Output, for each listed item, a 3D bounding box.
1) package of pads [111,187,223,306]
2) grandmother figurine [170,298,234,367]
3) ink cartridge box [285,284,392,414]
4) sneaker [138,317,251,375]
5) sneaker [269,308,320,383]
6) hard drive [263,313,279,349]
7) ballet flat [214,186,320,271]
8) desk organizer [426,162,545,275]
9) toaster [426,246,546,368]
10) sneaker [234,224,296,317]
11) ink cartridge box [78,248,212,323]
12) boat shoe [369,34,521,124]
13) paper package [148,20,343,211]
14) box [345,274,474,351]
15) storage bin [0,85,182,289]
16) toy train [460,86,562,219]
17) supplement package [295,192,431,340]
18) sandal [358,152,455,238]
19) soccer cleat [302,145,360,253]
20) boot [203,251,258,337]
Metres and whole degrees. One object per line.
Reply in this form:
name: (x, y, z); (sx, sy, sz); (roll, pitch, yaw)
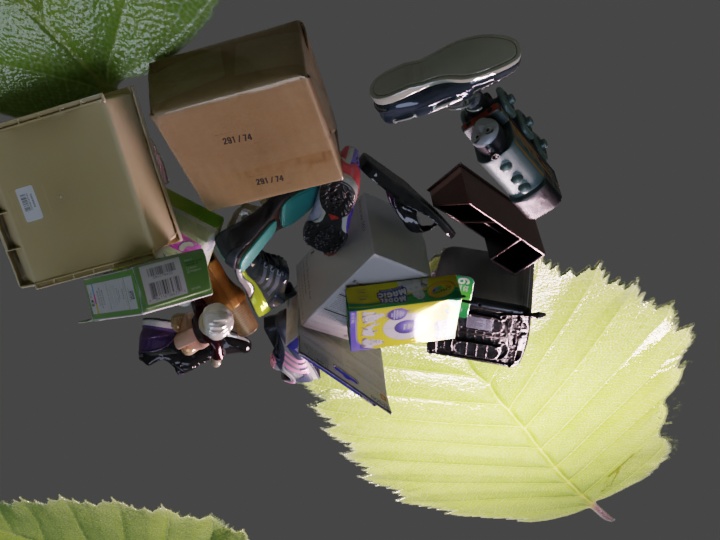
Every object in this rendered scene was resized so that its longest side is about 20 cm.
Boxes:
package of pads: (-0.304, -0.050, 1.065); (0.196, 0.069, 0.156); (28, 134, -3)
grandmother figurine: (-0.242, 0.091, 1.162); (0.060, 0.123, 0.199); (-32, -177, -28)
ink cartridge box: (-0.039, 0.138, 1.247); (0.198, 0.201, 0.041); (37, 110, -21)
sneaker: (-0.291, 0.143, 1.332); (0.194, 0.090, 0.076); (10, 168, -16)
sneaker: (-0.130, 0.144, 1.336); (0.080, 0.071, 0.202); (-14, 140, 5)
hard drive: (-0.067, 0.115, 1.394); (0.194, 0.034, 0.141); (-12, 142, 5)
ballet flat: (-0.131, -0.082, 1.062); (0.072, 0.200, 0.074); (27, 144, 23)
desk organizer: (0.198, -0.075, 1.166); (0.197, 0.079, 0.071); (27, 131, -36)
toaster: (0.209, 0.067, 1.285); (0.194, 0.121, 0.183); (9, 144, 11)
sneaker: (-0.158, -0.008, 1.207); (0.079, 0.075, 0.202); (-22, 145, -4)
ink cartridge box: (-0.289, 0.023, 0.983); (0.102, 0.061, 0.197); (-17, -175, -42)
boat shoe: (0.110, -0.234, 0.952); (0.195, 0.076, 0.062); (-18, 140, 15)
paper package: (-0.136, -0.186, 0.948); (0.194, 0.106, 0.192); (-14, 143, 6)
box: (0.076, 0.065, 1.151); (0.194, 0.049, 0.119); (-9, 144, -5)
storage bin: (-0.354, -0.100, 0.943); (0.193, 0.094, 0.205); (-13, 105, 8)
toy train: (0.206, -0.159, 1.031); (0.084, 0.116, 0.199); (-28, 138, 25)
supplement package: (0.000, 0.000, 1.188); (0.118, 0.124, 0.200); (19, 134, -32)
sandal: (0.061, -0.100, 1.112); (0.198, 0.076, 0.048); (34, 106, -30)
soccer cleat: (-0.037, -0.095, 1.092); (0.067, 0.075, 0.201); (20, 149, -2)
boot: (-0.240, 0.029, 1.226); (0.070, 0.199, 0.146); (-36, 109, -24)
